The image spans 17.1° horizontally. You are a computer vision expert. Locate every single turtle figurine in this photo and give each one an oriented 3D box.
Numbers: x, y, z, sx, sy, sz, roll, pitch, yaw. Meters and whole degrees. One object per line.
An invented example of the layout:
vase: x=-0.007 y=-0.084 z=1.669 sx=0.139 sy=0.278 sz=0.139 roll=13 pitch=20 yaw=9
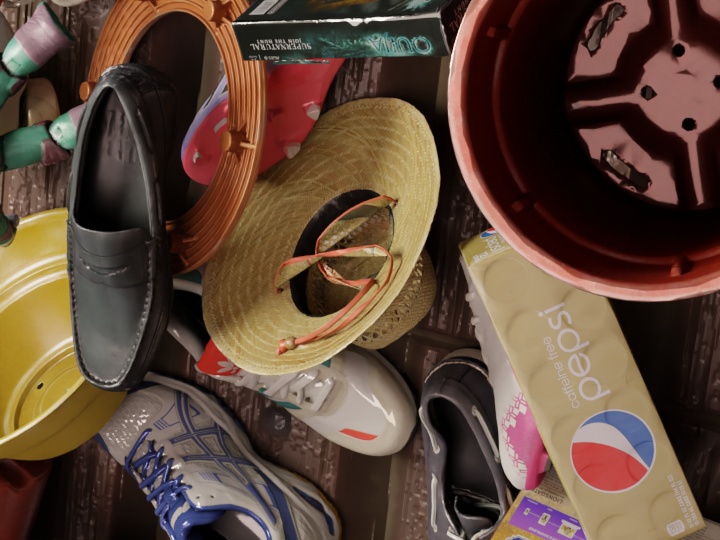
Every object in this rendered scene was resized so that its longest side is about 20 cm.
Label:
turtle figurine: x=-0.249 y=-0.070 z=1.475 sx=0.200 sy=0.101 sz=0.150 roll=-32 pitch=116 yaw=2

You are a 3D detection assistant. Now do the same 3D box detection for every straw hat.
straw hat: x=0.000 y=0.000 z=1.462 sx=0.201 sy=0.202 sz=0.085 roll=-29 pitch=131 yaw=30

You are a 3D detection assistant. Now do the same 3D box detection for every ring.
ring: x=-0.122 y=-0.096 z=1.485 sx=0.200 sy=0.019 sz=0.202 roll=-4 pitch=85 yaw=52

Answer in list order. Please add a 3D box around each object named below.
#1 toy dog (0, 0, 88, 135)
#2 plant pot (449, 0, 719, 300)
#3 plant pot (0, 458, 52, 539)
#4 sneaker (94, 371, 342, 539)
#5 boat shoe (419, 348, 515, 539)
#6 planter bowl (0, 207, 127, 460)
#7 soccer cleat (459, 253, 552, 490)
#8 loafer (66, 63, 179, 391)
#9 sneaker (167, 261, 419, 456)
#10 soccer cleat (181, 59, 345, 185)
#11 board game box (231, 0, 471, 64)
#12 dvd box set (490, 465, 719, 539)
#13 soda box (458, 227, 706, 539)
toy dog: x=-0.248 y=-0.157 z=1.544 sx=0.096 sy=0.131 sz=0.201 roll=47 pitch=123 yaw=51
plant pot: x=0.163 y=-0.094 z=1.278 sx=0.200 sy=0.195 sz=0.202 roll=1 pitch=96 yaw=13
plant pot: x=-0.311 y=0.186 z=1.631 sx=0.200 sy=0.201 sz=0.196 roll=29 pitch=109 yaw=15
sneaker: x=-0.107 y=0.138 z=1.568 sx=0.200 sy=0.088 sz=0.075 roll=32 pitch=119 yaw=15
boat shoe: x=0.065 y=0.152 z=1.502 sx=0.072 sy=0.063 sz=0.201 roll=1 pitch=107 yaw=23
planter bowl: x=-0.210 y=0.062 z=1.571 sx=0.200 sy=0.201 sz=0.084 roll=-12 pitch=136 yaw=28
soccer cleat: x=0.097 y=0.030 z=1.446 sx=0.086 sy=0.070 sz=0.201 roll=13 pitch=104 yaw=13
loafer: x=-0.148 y=-0.023 z=1.429 sx=0.068 sy=0.070 sz=0.202 roll=10 pitch=104 yaw=18
sneaker: x=-0.059 y=0.060 z=1.516 sx=0.200 sy=0.093 sz=0.070 roll=38 pitch=118 yaw=11
soccer cleat: x=-0.047 y=-0.133 z=1.473 sx=0.066 sy=0.077 sz=0.200 roll=18 pitch=129 yaw=-29
board game box: x=0.036 y=-0.175 z=1.328 sx=0.135 sy=0.200 sz=0.028 roll=2 pitch=124 yaw=34
dvd box set: x=0.122 y=0.218 z=1.423 sx=0.146 sy=0.200 sz=0.029 roll=21 pitch=158 yaw=33
soda box: x=0.127 y=0.065 z=1.381 sx=0.067 sy=0.064 sz=0.201 roll=-24 pitch=103 yaw=3
